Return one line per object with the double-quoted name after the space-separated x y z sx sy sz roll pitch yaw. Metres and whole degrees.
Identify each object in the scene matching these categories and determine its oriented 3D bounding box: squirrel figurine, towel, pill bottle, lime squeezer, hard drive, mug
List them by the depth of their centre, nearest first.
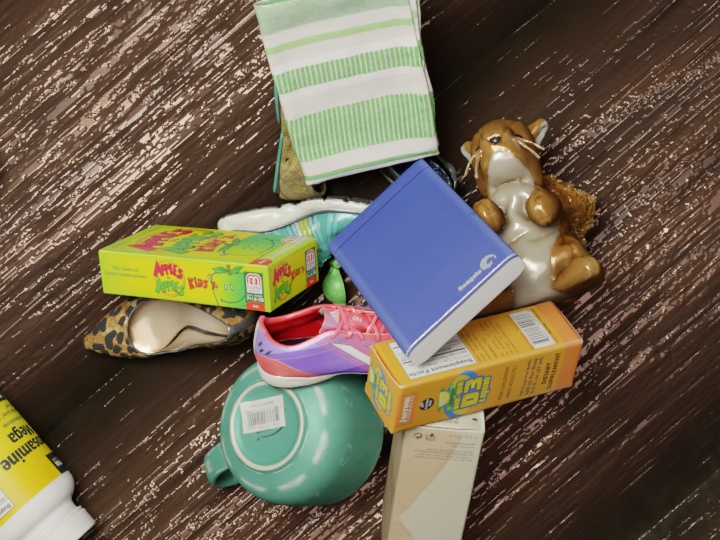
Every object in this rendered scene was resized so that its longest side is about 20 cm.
0.056 -0.014 1.096 0.132 0.200 0.025 -42 128 4 "hard drive"
-0.006 -0.180 1.111 0.151 0.024 0.201 -13 129 1 "towel"
0.165 -0.055 1.179 0.140 0.200 0.189 -21 76 21 "squirrel figurine"
-0.075 0.174 1.179 0.152 0.114 0.186 35 96 28 "mug"
-0.373 0.218 1.210 0.112 0.112 0.200 -42 90 0 "pill bottle"
0.000 0.000 1.245 0.070 0.038 0.202 17 88 2 "lime squeezer"

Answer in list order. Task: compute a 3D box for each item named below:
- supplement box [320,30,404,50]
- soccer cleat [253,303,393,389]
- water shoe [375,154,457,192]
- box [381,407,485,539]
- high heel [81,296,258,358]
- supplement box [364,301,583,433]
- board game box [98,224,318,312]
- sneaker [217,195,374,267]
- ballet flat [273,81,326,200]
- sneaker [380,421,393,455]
-0.009 -0.297 1.184 0.102 0.131 0.202 -13 76 -1 "supplement box"
-0.005 0.061 1.113 0.198 0.074 0.069 -9 46 -2 "soccer cleat"
0.024 -0.143 1.221 0.199 0.079 0.072 35 79 3 "water shoe"
0.070 0.201 1.165 0.077 0.095 0.202 5 124 -3 "box"
-0.201 0.060 1.192 0.198 0.143 0.072 -15 101 0 "high heel"
0.107 0.090 1.093 0.198 0.069 0.067 -11 132 -20 "supplement box"
-0.153 -0.005 1.175 0.198 0.101 0.048 6 110 25 "board game box"
-0.054 -0.035 1.229 0.198 0.077 0.081 -11 90 14 "sneaker"
-0.055 -0.151 1.187 0.070 0.201 0.071 2 45 -2 "ballet flat"
0.047 0.091 1.224 0.201 0.083 0.121 -56 47 29 "sneaker"
